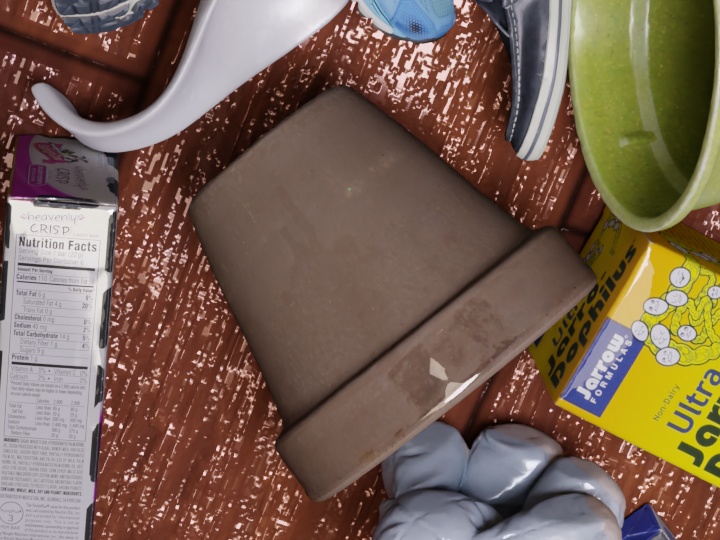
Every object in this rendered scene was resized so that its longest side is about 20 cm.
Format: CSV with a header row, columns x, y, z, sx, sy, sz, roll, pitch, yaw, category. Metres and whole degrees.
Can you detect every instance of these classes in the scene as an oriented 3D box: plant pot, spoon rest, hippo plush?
x,y,z,sx,sy,sz,roll,pitch,yaw,category
0.232,-0.126,1.226,0.184,0.200,0.201,-4,108,-17,plant pot
0.000,0.000,1.242,0.200,0.200,0.175,-39,90,7,plant pot
-0.081,-0.126,1.242,0.200,0.099,0.061,-33,63,9,spoon rest
0.069,0.196,1.305,0.159,0.200,0.161,8,116,15,hippo plush

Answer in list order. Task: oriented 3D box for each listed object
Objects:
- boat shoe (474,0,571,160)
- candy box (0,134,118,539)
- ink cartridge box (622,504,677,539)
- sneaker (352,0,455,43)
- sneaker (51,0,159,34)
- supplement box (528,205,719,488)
x,y,z,sx,sy,sz,roll,pitch,yaw,category
0.087,-0.160,1.251,0.062,0.075,0.201,1,104,3,boat shoe
-0.169,0.039,1.252,0.061,0.136,0.201,5,106,-8,candy box
0.200,0.248,1.399,0.094,0.044,0.200,-37,107,8,ink cartridge box
0.033,-0.215,1.189,0.090,0.078,0.200,7,113,29,sneaker
-0.141,-0.222,1.213,0.077,0.086,0.200,-13,131,-22,sneaker
0.212,0.056,1.307,0.200,0.110,0.109,26,103,-12,supplement box
